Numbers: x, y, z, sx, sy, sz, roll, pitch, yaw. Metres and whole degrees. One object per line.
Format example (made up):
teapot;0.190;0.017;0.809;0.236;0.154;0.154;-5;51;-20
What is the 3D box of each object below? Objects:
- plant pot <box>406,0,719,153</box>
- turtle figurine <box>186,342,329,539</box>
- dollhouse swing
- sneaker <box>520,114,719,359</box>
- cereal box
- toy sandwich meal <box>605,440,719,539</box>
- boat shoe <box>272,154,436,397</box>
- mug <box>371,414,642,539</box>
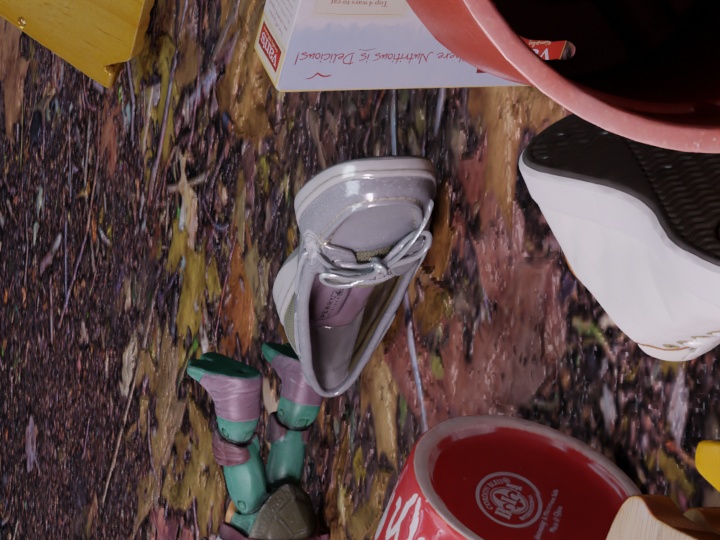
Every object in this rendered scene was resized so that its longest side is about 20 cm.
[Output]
plant pot;0.095;-0.141;0.846;0.195;0.200;0.202;-170;82;-79
turtle figurine;-0.067;0.147;1.392;0.150;0.100;0.201;-22;-57;-66
dollhouse swing;-0.181;-0.288;1.853;0.181;0.176;0.201;34;131;18
sneaker;0.137;-0.002;0.876;0.200;0.073;0.085;32;150;61
cereal box;0.044;-0.167;1.034;0.040;0.143;0.201;61;144;42
toy sandwich meal;0.145;0.143;0.819;0.205;0.070;0.206;-177;90;-71
boat shoe;-0.002;0.000;1.259;0.202;0.074;0.065;120;141;-60
mug;0.037;0.160;1.044;0.178;0.133;0.201;-116;38;-51
